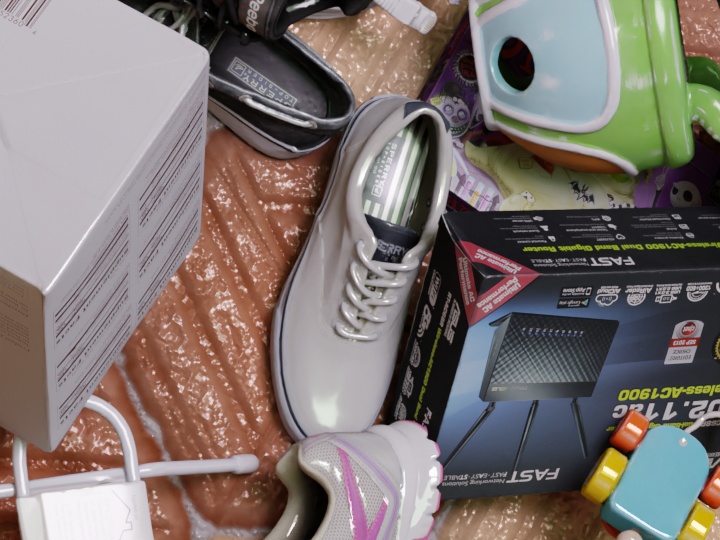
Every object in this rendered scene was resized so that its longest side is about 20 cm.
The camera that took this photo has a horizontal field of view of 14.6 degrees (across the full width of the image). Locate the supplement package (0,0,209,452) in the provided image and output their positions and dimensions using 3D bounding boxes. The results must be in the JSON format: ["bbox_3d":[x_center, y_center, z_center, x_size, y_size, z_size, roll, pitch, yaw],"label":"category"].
[{"bbox_3d":[-0.189,-0.049,1.344,0.191,0.200,0.147,30,67,8],"label":"supplement package"}]

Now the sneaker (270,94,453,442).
[{"bbox_3d":[0.000,0.000,1.506,0.073,0.071,0.200,12,85,-15],"label":"sneaker"}]

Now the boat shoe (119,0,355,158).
[{"bbox_3d":[-0.091,-0.130,1.506,0.199,0.068,0.074,39,67,-11],"label":"boat shoe"}]

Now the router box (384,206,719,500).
[{"bbox_3d":[0.124,0.044,1.519,0.200,0.150,0.062,-2,36,-23],"label":"router box"}]

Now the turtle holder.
[{"bbox_3d":[0.125,-0.140,1.527,0.131,0.141,0.186,-7,122,8],"label":"turtle holder"}]

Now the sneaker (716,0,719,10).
[{"bbox_3d":[0.257,-0.103,1.477,0.088,0.075,0.200,-30,99,7],"label":"sneaker"}]

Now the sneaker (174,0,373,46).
[{"bbox_3d":[-0.078,-0.165,1.446,0.200,0.071,0.098,-1,59,-7],"label":"sneaker"}]

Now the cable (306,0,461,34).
[{"bbox_3d":[-0.024,-0.240,1.559,0.200,0.069,0.200,20,71,-18],"label":"cable"}]

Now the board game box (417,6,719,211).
[{"bbox_3d":[0.121,-0.055,1.606,0.200,0.032,0.120,34,64,-13],"label":"board game box"}]

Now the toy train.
[{"bbox_3d":[0.189,0.168,1.495,0.150,0.056,0.200,-3,66,-18],"label":"toy train"}]

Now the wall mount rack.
[{"bbox_3d":[-0.115,0.161,1.436,0.173,0.075,0.200,-6,82,-21],"label":"wall mount rack"}]

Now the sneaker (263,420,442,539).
[{"bbox_3d":[-0.016,0.174,1.462,0.088,0.081,0.200,10,74,-29],"label":"sneaker"}]
